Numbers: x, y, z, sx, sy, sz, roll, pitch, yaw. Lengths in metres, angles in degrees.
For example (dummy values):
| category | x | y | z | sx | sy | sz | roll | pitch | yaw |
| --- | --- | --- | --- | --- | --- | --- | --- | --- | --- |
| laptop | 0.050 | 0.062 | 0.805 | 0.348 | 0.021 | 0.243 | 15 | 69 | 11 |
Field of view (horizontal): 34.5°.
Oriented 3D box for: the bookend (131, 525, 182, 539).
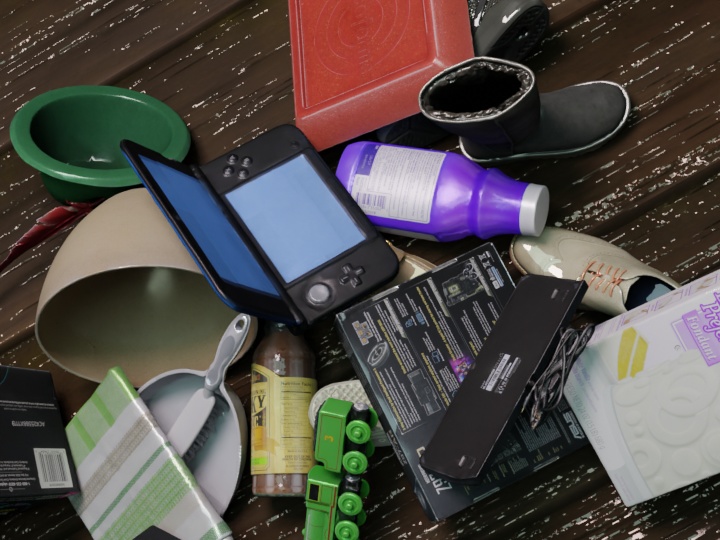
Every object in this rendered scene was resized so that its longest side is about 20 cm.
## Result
| category | x | y | z | sx | sy | sz | roll | pitch | yaw |
| --- | --- | --- | --- | --- | --- | --- | --- | --- | --- |
| bookend | -0.226 | 0.311 | 1.030 | 0.198 | 0.092 | 0.200 | 24 | 110 | 16 |

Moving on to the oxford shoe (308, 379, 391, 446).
| category | x | y | z | sx | sy | sz | roll | pitch | yaw |
| --- | --- | --- | --- | --- | --- | --- | --- | --- | --- |
| oxford shoe | 0.052 | 0.130 | 1.068 | 0.199 | 0.058 | 0.075 | -1 | 72 | -3 |

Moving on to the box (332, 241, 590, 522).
| category | x | y | z | sx | sy | sz | roll | pitch | yaw |
| --- | --- | --- | --- | --- | --- | --- | --- | --- | --- |
| box | 0.089 | 0.098 | 1.027 | 0.160 | 0.044 | 0.200 | -25 | 80 | -11 |

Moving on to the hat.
| category | x | y | z | sx | sy | sz | roll | pitch | yaw |
| --- | --- | --- | --- | --- | --- | --- | --- | --- | --- |
| hat | -0.281 | -0.075 | 1.198 | 0.199 | 0.176 | 0.166 | 6 | 40 | -8 |

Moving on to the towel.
| category | x | y | z | sx | sy | sz | roll | pitch | yaw |
| --- | --- | --- | --- | --- | --- | --- | --- | --- | --- |
| towel | -0.210 | 0.210 | 1.095 | 0.149 | 0.031 | 0.200 | -47 | 69 | 28 |

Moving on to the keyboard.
| category | x | y | z | sx | sy | sz | roll | pitch | yaw |
| --- | --- | --- | --- | --- | --- | --- | --- | --- | --- |
| keyboard | 0.134 | 0.097 | 0.973 | 0.104 | 0.040 | 0.200 | 12 | 67 | 55 |

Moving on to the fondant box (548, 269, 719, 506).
| category | x | y | z | sx | sy | sz | roll | pitch | yaw |
| --- | --- | --- | --- | --- | --- | --- | --- | --- | --- |
| fondant box | 0.280 | 0.092 | 0.968 | 0.200 | 0.058 | 0.145 | -28 | 94 | 24 |

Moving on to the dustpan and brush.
| category | x | y | z | sx | sy | sz | roll | pitch | yaw |
| --- | --- | --- | --- | --- | --- | --- | --- | --- | --- |
| dustpan and brush | -0.145 | 0.122 | 1.083 | 0.139 | 0.057 | 0.200 | 35 | 102 | 16 |

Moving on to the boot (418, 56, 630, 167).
| category | x | y | z | sx | sy | sz | roll | pitch | yaw |
| --- | --- | --- | --- | --- | --- | --- | --- | --- | --- |
| boot | 0.151 | -0.149 | 1.024 | 0.181 | 0.200 | 0.073 | -19 | 74 | 8 |

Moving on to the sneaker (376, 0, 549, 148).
| category | x | y | z | sx | sy | sz | roll | pitch | yaw |
| --- | --- | --- | --- | --- | --- | --- | --- | --- | --- |
| sneaker | 0.080 | -0.209 | 1.124 | 0.199 | 0.076 | 0.114 | -47 | 51 | 15 |

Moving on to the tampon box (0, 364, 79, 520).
| category | x | y | z | sx | sy | sz | roll | pitch | yaw |
| --- | --- | --- | --- | --- | --- | --- | --- | --- | --- |
| tampon box | -0.399 | 0.181 | 1.090 | 0.200 | 0.150 | 0.127 | -23 | 74 | 18 |

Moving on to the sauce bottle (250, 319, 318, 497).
| category | x | y | z | sx | sy | sz | roll | pitch | yaw |
| --- | --- | --- | --- | --- | --- | --- | --- | --- | --- |
| sauce bottle | -0.072 | 0.112 | 1.093 | 0.065 | 0.065 | 0.201 | -4 | 76 | 12 |

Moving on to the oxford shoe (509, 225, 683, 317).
| category | x | y | z | sx | sy | sz | roll | pitch | yaw |
| --- | --- | --- | --- | --- | --- | --- | --- | --- | --- |
| oxford shoe | 0.226 | 0.007 | 1.041 | 0.200 | 0.074 | 0.071 | 25 | 85 | 16 |

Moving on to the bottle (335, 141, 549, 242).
| category | x | y | z | sx | sy | sz | roll | pitch | yaw |
| --- | --- | --- | --- | --- | --- | --- | --- | --- | --- |
| bottle | 0.074 | -0.070 | 1.083 | 0.199 | 0.065 | 0.084 | 10 | 78 | 23 |

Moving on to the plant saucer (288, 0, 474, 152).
| category | x | y | z | sx | sy | sz | roll | pitch | yaw |
| --- | --- | --- | --- | --- | --- | --- | --- | --- | --- |
| plant saucer | 0.007 | -0.232 | 1.112 | 0.200 | 0.037 | 0.200 | -17 | 65 | 29 |

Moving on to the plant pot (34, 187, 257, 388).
| category | x | y | z | sx | sy | sz | roll | pitch | yaw |
| --- | --- | --- | --- | --- | --- | --- | --- | --- | --- |
| plant pot | -0.200 | 0.003 | 1.092 | 0.200 | 0.200 | 0.135 | -15 | 53 | 9 |

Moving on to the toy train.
| category | x | y | z | sx | sy | sz | roll | pitch | yaw |
| --- | --- | --- | --- | --- | --- | --- | --- | --- | --- |
| toy train | -0.023 | 0.205 | 1.032 | 0.056 | 0.042 | 0.201 | 11 | 110 | 10 |

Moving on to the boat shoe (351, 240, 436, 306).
| category | x | y | z | sx | sy | sz | roll | pitch | yaw |
| --- | --- | --- | --- | --- | --- | --- | --- | --- | --- |
| boat shoe | 0.000 | 0.000 | 1.095 | 0.200 | 0.069 | 0.074 | 20 | 83 | 15 |

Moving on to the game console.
| category | x | y | z | sx | sy | sz | roll | pitch | yaw |
| --- | --- | --- | --- | --- | --- | --- | --- | --- | --- |
| game console | -0.084 | -0.054 | 1.012 | 0.170 | 0.118 | 0.200 | -30 | 65 | -15 |
